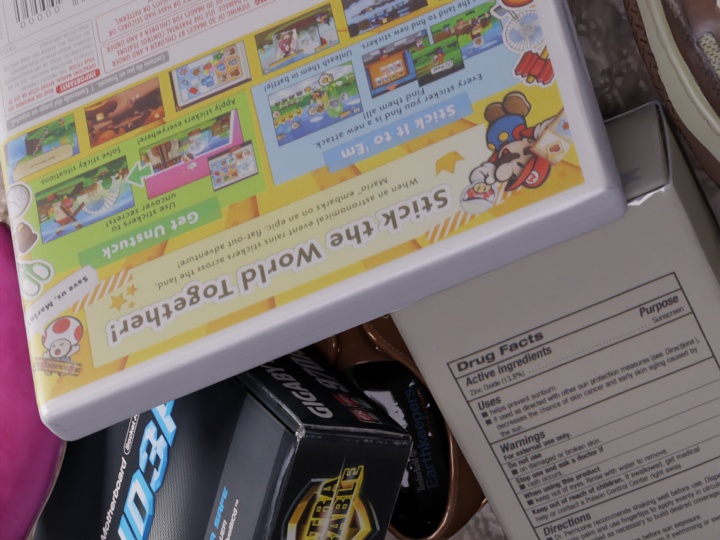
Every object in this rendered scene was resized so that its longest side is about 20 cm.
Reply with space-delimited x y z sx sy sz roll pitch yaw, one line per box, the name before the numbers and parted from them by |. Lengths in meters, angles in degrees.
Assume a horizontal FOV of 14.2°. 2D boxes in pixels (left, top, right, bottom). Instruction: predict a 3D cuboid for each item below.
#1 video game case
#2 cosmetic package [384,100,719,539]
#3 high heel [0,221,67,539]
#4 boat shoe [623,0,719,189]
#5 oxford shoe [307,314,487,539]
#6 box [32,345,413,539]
video game case | -0.026 -0.058 0.946 0.199 0.023 0.183 -22 56 13
cosmetic package | 0.094 0.057 0.963 0.105 0.071 0.201 -21 113 12
high heel | -0.155 0.080 1.000 0.096 0.067 0.201 2 83 -25
boat shoe | 0.154 -0.048 0.932 0.075 0.075 0.203 -29 84 38
oxford shoe | 0.000 0.000 0.990 0.071 0.071 0.201 -21 97 16
box | -0.061 0.112 0.985 0.046 0.159 0.201 6 109 -31
